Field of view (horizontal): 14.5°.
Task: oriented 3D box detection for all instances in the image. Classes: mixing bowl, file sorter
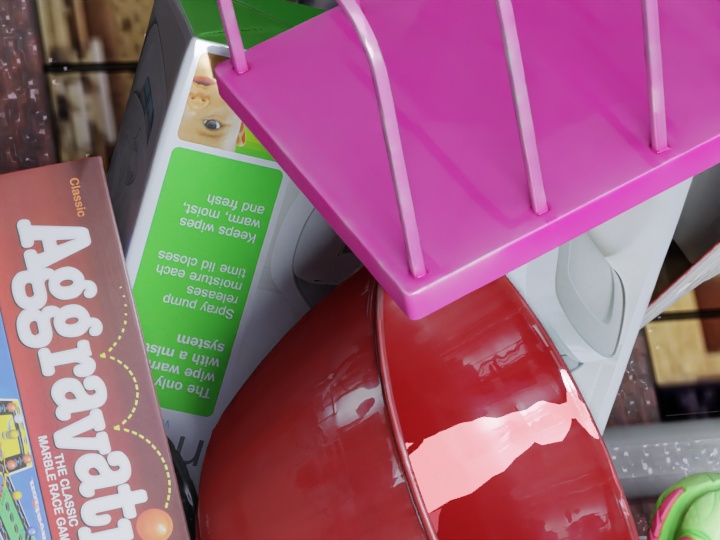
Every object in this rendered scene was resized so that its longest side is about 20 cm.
[{"bbox_3d":[0.013,0.093,0.979,0.200,0.108,0.200,51,25,-36],"label":"mixing bowl"},{"bbox_3d":[0.060,-0.109,0.925,0.200,0.125,0.139,-27,47,-14],"label":"file sorter"}]

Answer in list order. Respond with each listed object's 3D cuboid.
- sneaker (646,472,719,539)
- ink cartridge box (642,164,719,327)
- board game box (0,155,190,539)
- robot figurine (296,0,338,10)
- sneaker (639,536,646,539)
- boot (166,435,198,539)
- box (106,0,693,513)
[{"bbox_3d":[0.142,0.168,1.077,0.084,0.200,0.077,3,35,-8],"label":"sneaker"},{"bbox_3d":[0.174,-0.046,1.156,0.176,0.200,0.045,-31,81,-28],"label":"ink cartridge box"},{"bbox_3d":[-0.119,0.062,0.978,0.103,0.019,0.200,-11,69,-11],"label":"board game box"},{"bbox_3d":[0.071,-0.098,1.185,0.200,0.113,0.170,-5,65,-22],"label":"robot figurine"},{"bbox_3d":[0.088,0.136,1.140,0.200,0.072,0.073,11,36,-11],"label":"sneaker"},{"bbox_3d":[-0.124,0.156,1.007,0.132,0.070,0.200,0,97,-22],"label":"boot"},{"bbox_3d":[0.000,0.000,1.082,0.200,0.097,0.177,13,107,-15],"label":"box"}]
